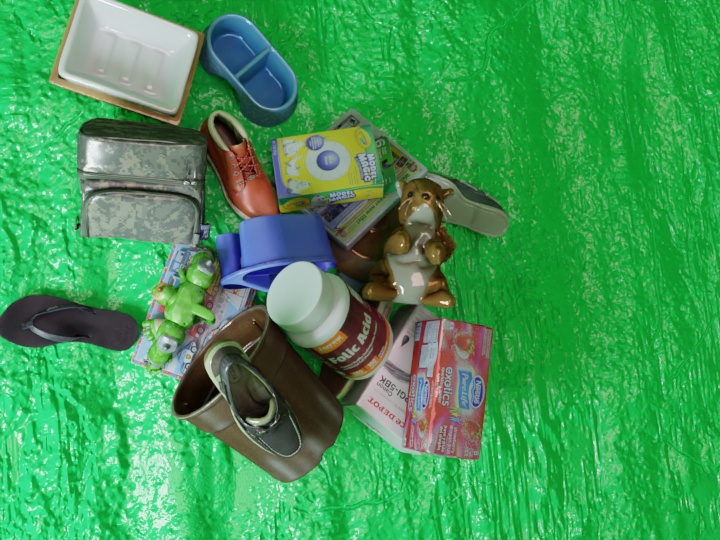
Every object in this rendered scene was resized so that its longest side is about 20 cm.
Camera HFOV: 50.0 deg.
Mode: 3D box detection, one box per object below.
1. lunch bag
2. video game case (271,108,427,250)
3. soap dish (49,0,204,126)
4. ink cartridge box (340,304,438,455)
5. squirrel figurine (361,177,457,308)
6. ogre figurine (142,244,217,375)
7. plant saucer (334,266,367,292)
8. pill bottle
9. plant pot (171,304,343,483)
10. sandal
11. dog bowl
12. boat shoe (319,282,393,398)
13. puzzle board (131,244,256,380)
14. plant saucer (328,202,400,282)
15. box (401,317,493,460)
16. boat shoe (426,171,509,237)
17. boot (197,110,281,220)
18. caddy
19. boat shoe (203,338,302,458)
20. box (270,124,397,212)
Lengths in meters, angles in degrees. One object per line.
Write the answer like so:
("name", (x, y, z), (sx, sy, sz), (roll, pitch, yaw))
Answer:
("lunch bag", (-0.321, -0.125, 1.152), (0.196, 0.140, 0.171), (3, 110, -17))
("video game case", (-0.018, -0.155, 1.278), (0.181, 0.022, 0.200), (40, 70, 18))
("soap dish", (-0.357, -0.323, 1.192), (0.196, 0.081, 0.161), (17, 77, -16))
("ink cartridge box", (0.083, 0.178, 1.272), (0.146, 0.083, 0.202), (37, 72, -11))
("squirrel figurine", (0.085, -0.044, 1.198), (0.138, 0.200, 0.191), (5, 89, 7))
("ogre figurine", (-0.259, 0.052, 1.137), (0.098, 0.120, 0.200), (46, 70, -8))
("plant saucer", (0.000, 0.000, 1.304), (0.069, 0.019, 0.202), (33, 73, -12))
("pill bottle", (-0.043, 0.074, 1.134), (0.200, 0.113, 0.116), (41, 67, -48))
("plant pot", (-0.140, 0.192, 1.140), (0.198, 0.199, 0.201), (45, 71, -23))
("sandal", (-0.427, 0.076, 1.133), (0.196, 0.043, 0.078), (5, 81, -18))
("dog bowl", (-0.181, -0.334, 1.271), (0.111, 0.049, 0.201), (-44, 97, -19))
("boat shoe", (-0.002, 0.122, 1.257), (0.065, 0.071, 0.203), (40, 69, -49))
("puzzle board", (-0.253, 0.071, 1.208), (0.148, 0.017, 0.204), (21, 77, -15))
("plant saucer", (0.023, -0.083, 1.295), (0.195, 0.035, 0.205), (2, 77, -10))
("box", (0.134, 0.182, 1.193), (0.094, 0.099, 0.205), (12, 79, -18))
("boat shoe", (0.172, -0.125, 1.368), (0.197, 0.074, 0.062), (25, 32, -7))
("boot", (-0.187, -0.158, 1.216), (0.075, 0.107, 0.202), (-37, 96, -21))
("caddy", (-0.128, -0.016, 1.184), (0.198, 0.140, 0.107), (-5, 76, -46))
("boat shoe", (-0.133, 0.179, 0.999), (0.071, 0.066, 0.203), (-34, 118, -10))
("box", (-0.041, -0.167, 1.246), (0.195, 0.049, 0.120), (-9, 64, -6))
